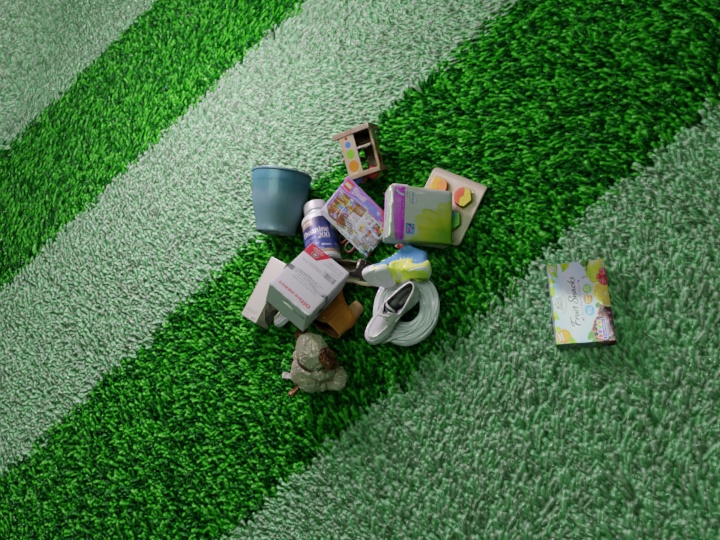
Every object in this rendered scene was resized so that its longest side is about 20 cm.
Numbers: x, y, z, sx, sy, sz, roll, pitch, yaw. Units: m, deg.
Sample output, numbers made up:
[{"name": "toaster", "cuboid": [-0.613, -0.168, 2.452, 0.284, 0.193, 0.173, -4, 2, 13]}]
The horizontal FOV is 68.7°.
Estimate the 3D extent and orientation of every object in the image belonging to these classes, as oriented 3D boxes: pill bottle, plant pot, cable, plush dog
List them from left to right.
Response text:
[{"name": "plant pot", "cuboid": [-0.260, -0.213, 1.681, 0.193, 0.199, 0.196, 5, 86, 23]}, {"name": "plush dog", "cuboid": [-0.137, 0.245, 1.442, 0.198, 0.177, 0.158, 35, 43, 30]}, {"name": "pill bottle", "cuboid": [-0.124, -0.110, 1.625, 0.107, 0.111, 0.207, -18, 65, 14]}, {"name": "cable", "cuboid": [0.129, 0.109, 1.466, 0.192, 0.069, 0.208, -3, 68, 21]}]

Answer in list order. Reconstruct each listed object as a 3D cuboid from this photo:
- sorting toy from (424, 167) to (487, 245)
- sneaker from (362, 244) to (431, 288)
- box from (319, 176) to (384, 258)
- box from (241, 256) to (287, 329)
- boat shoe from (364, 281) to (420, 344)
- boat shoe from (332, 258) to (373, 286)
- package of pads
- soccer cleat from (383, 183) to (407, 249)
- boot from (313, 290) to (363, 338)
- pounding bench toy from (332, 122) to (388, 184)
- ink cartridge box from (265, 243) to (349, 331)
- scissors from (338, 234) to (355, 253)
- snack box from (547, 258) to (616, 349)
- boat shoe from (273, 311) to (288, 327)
[{"name": "sorting toy", "cuboid": [0.251, -0.194, 1.544, 0.181, 0.036, 0.205, 26, 82, 28]}, {"name": "sneaker", "cuboid": [0.102, -0.014, 1.459, 0.192, 0.077, 0.108, -1, 46, 12]}, {"name": "box", "cuboid": [-0.009, -0.158, 1.577, 0.200, 0.039, 0.137, 43, 92, -4]}, {"name": "box", "cuboid": [-0.283, 0.071, 1.643, 0.067, 0.082, 0.205, 23, 82, 28]}, {"name": "boat shoe", "cuboid": [0.081, 0.112, 1.406, 0.199, 0.066, 0.072, -42, 61, 1]}, {"name": "boat shoe", "cuboid": [0.000, 0.000, 1.537, 0.191, 0.067, 0.074, 0, 31, 9]}, {"name": "package of pads", "cuboid": [0.161, -0.153, 1.475, 0.192, 0.068, 0.161, 6, 78, -9]}, {"name": "soccer cleat", "cuboid": [0.127, -0.155, 1.542, 0.082, 0.068, 0.208, -10, 85, -23]}, {"name": "boot", "cuboid": [-0.099, 0.103, 1.523, 0.198, 0.073, 0.143, 32, 43, 23]}, {"name": "pounding bench toy", "cuboid": [0.016, -0.362, 1.662, 0.120, 0.200, 0.162, -14, 97, 18]}, {"name": "ink cartridge box", "cuboid": [-0.146, 0.044, 1.455, 0.143, 0.085, 0.200, 37, 49, 8]}, {"name": "scissors", "cuboid": [0.019, -0.124, 1.626, 0.196, 0.014, 0.075, -31, 63, 10]}, {"name": "snack box", "cuboid": [0.547, 0.084, 1.312, 0.137, 0.053, 0.208, -8, 68, 21]}, {"name": "boat shoe", "cuboid": [-0.208, 0.090, 1.578, 0.061, 0.073, 0.200, 38, 117, -10]}]
